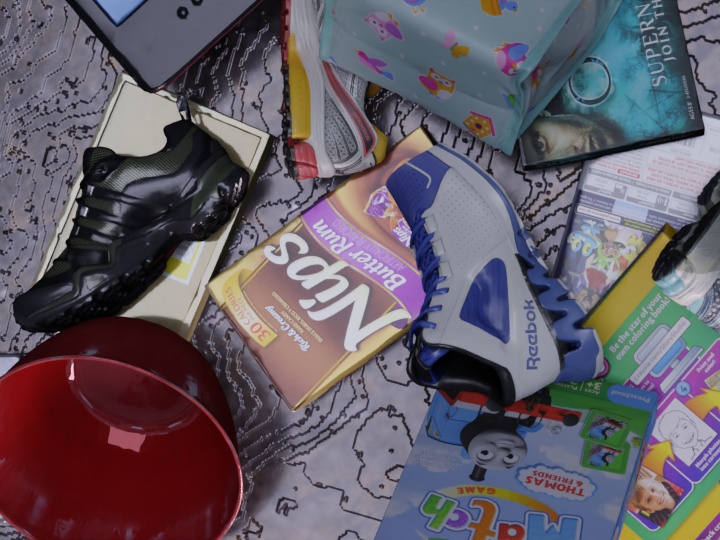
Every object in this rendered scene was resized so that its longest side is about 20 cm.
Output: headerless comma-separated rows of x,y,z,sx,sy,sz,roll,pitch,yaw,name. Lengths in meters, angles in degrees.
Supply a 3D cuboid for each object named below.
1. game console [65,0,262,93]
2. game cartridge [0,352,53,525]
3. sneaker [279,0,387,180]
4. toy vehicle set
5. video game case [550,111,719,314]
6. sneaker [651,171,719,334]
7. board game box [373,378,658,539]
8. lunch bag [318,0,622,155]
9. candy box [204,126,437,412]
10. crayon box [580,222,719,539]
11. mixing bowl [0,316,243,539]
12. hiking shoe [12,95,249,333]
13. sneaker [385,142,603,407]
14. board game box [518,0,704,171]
-0.148,-0.254,1.659,0.177,0.031,0.200,-41,89,3,game console
-0.329,0.126,1.761,0.199,0.038,0.130,0,93,6,game cartridge
-0.017,-0.160,1.700,0.082,0.078,0.201,-1,74,-5,sneaker
-0.159,-0.033,1.745,0.124,0.027,0.201,24,92,6,toy vehicle set
0.250,-0.021,1.702,0.199,0.023,0.183,16,91,5,video game case
0.277,-0.027,1.624,0.086,0.078,0.200,47,55,-7,sneaker
0.106,0.144,1.574,0.150,0.200,0.037,12,133,13,board game box
0.091,-0.207,1.632,0.170,0.122,0.200,29,60,15,lunch bag
0.000,0.000,1.714,0.200,0.056,0.117,-36,86,6,candy box
0.218,0.098,1.669,0.172,0.058,0.200,41,104,4,crayon box
-0.173,0.108,1.687,0.199,0.109,0.201,5,127,7,mixing bowl
-0.181,-0.036,1.706,0.200,0.076,0.101,-37,77,-4,hiking shoe
0.067,0.014,1.608,0.115,0.081,0.200,-30,73,-24,sneaker
0.164,-0.182,1.695,0.135,0.028,0.201,-12,79,6,board game box
